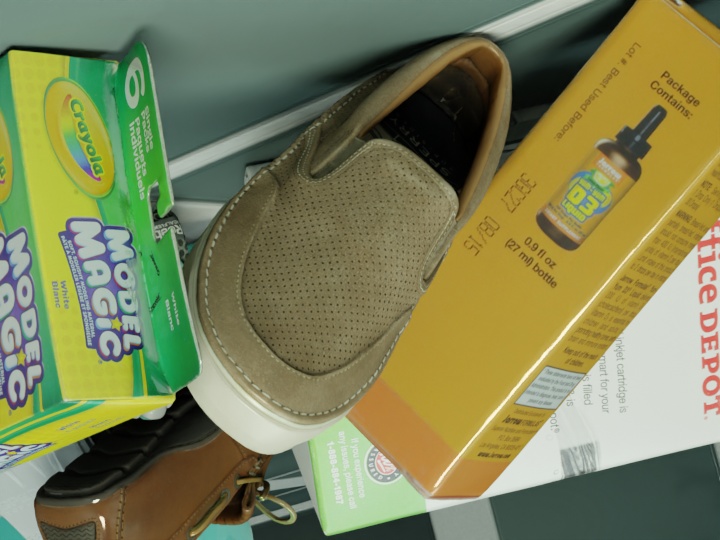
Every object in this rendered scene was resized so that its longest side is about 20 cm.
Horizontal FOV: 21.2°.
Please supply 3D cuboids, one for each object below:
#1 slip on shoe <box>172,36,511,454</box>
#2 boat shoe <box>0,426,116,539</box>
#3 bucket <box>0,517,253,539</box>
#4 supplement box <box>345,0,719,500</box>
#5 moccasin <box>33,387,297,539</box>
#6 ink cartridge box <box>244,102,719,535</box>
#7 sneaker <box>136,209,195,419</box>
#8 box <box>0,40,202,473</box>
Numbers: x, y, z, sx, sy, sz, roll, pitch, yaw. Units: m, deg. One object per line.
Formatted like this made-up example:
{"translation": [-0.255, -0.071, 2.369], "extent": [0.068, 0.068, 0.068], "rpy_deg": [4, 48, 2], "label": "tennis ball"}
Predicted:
{"translation": [0.002, -0.017, 0.655], "extent": [0.061, 0.076, 0.200], "rpy_deg": [-41, -174, 38], "label": "slip on shoe"}
{"translation": [-0.161, 0.072, 0.930], "extent": [0.072, 0.071, 0.200], "rpy_deg": [-17, 125, 19], "label": "boat shoe"}
{"translation": [-0.184, 0.159, 1.203], "extent": [0.207, 0.208, 0.135], "rpy_deg": [-20, 159, 29], "label": "bucket"}
{"translation": [0.077, -0.007, 0.726], "extent": [0.200, 0.067, 0.069], "rpy_deg": [-51, 157, 12], "label": "supplement box"}
{"translation": [-0.075, 0.095, 0.923], "extent": [0.074, 0.078, 0.201], "rpy_deg": [-6, -160, 27], "label": "moccasin"}
{"translation": [0.063, 0.014, 0.832], "extent": [0.200, 0.146, 0.084], "rpy_deg": [-12, -150, -9], "label": "ink cartridge box"}
{"translation": [-0.119, 0.002, 0.823], "extent": [0.091, 0.078, 0.200], "rpy_deg": [-43, 156, 13], "label": "sneaker"}
{"translation": [-0.128, 0.007, 0.644], "extent": [0.048, 0.118, 0.200], "rpy_deg": [2, 161, -44], "label": "box"}
